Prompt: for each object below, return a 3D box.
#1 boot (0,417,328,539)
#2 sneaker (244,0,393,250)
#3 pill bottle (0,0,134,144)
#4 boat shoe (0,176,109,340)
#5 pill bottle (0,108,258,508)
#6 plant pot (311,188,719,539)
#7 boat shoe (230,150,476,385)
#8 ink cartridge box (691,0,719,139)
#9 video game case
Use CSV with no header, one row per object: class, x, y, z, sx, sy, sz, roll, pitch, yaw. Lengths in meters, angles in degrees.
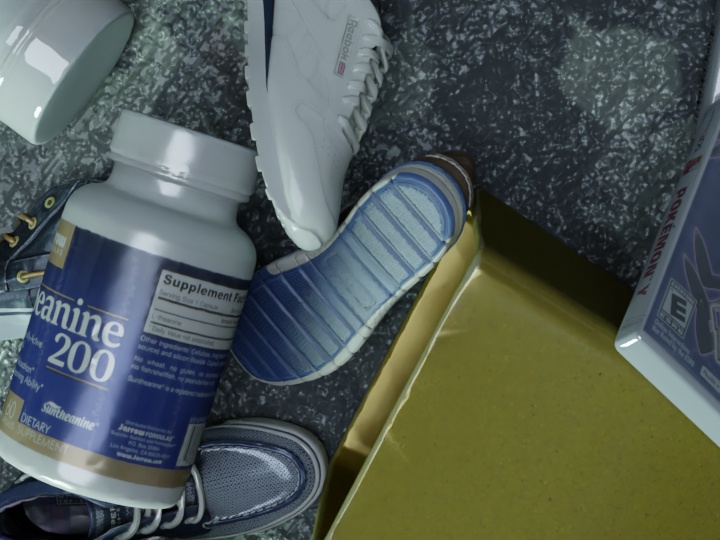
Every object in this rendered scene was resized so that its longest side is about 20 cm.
boot,-0.121,0.138,1.078,0.198,0.090,0.074,-10,97,11
sneaker,-0.021,-0.108,1.001,0.079,0.077,0.202,-6,67,3
pill bottle,-0.235,-0.171,1.040,0.199,0.114,0.115,38,102,2
boat shoe,-0.196,-0.008,1.084,0.198,0.071,0.092,-3,97,3
pill bottle,-0.122,0.019,0.996,0.110,0.111,0.202,18,92,6
plant pot,0.105,0.099,0.992,0.198,0.196,0.196,27,102,-4
boat shoe,0.000,0.000,1.043,0.199,0.072,0.073,-36,93,38
ink cartridge box,0.296,-0.132,0.997,0.198,0.057,0.165,10,100,0
video game case,0.230,0.034,0.947,0.200,0.183,0.023,41,140,-16
